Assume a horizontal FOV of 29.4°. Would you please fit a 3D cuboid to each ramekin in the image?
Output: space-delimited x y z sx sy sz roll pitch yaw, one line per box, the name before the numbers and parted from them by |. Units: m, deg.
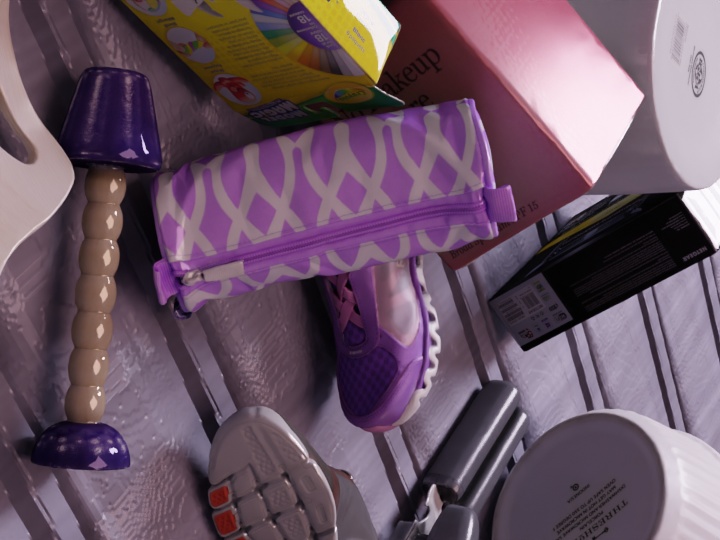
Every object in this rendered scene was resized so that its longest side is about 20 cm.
ramekin | 0.188 0.198 1.042 0.094 0.201 0.204 37 62 -34

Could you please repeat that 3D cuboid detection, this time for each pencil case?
pencil case | -0.020 -0.035 0.745 0.086 0.197 0.085 -95 169 -66

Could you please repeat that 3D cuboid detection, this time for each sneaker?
sneaker | 0.000 0.000 0.873 0.088 0.080 0.203 14 75 -48
sneaker | -0.035 0.150 0.854 0.082 0.076 0.201 -84 154 -54

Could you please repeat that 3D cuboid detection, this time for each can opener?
can opener | 0.082 0.163 0.993 0.200 0.066 0.054 -52 131 -38

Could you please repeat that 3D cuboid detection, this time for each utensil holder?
utensil holder | 0.145 -0.133 0.953 0.169 0.198 0.172 -5 96 -53

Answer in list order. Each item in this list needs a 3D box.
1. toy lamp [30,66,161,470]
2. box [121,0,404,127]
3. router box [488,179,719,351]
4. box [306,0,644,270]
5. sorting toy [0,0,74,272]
toy lamp | -0.133 -0.001 0.704 0.058 0.058 0.203 5 87 -53
box | -0.066 -0.151 0.717 0.200 0.116 0.049 46 57 -35
router box | 0.212 -0.029 1.050 0.052 0.199 0.157 53 46 -3
box | 0.051 -0.123 0.821 0.200 0.127 0.109 47 46 -10
sorting toy | -0.195 -0.070 0.593 0.180 0.106 0.203 -37 120 -54
